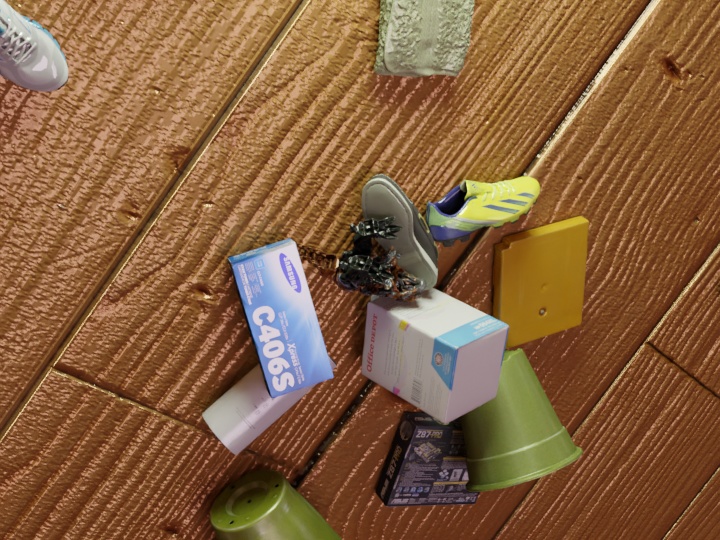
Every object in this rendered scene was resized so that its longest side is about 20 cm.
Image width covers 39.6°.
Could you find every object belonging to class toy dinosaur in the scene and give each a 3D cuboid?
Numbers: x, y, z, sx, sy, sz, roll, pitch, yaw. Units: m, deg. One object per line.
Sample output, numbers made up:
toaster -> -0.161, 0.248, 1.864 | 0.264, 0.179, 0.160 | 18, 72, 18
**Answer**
toy dinosaur -> 0.000, 0.000, 1.425 | 0.198, 0.103, 0.136 | -4, 157, -21

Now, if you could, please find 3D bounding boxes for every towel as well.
towel -> 0.092, -0.356, 1.333 | 0.147, 0.036, 0.201 | -8, 119, -28

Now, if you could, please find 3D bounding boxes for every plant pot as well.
plant pot -> -0.133, 0.418, 1.536 | 0.200, 0.200, 0.194 | -30, 114, -13
plant pot -> 0.234, 0.235, 1.628 | 0.199, 0.200, 0.191 | -18, 87, -21

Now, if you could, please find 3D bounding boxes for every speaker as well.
speaker -> -0.133, 0.175, 1.459 | 0.200, 0.081, 0.081 | -42, 128, -5

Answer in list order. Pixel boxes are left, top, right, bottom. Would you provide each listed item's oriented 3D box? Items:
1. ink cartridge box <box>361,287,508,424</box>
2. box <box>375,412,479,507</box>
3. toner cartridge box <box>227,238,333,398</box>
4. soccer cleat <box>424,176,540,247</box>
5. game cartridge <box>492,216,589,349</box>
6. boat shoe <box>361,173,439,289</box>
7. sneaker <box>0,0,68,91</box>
ink cartridge box -> 0.099, 0.113, 1.500 | 0.125, 0.199, 0.129 | -18, 125, -42
box -> 0.139, 0.326, 1.719 | 0.199, 0.049, 0.162 | 6, 113, -33
toner cartridge box -> -0.110, 0.066, 1.385 | 0.094, 0.043, 0.201 | -18, 102, -11
soccer cleat -> 0.187, -0.105, 1.506 | 0.199, 0.065, 0.084 | -25, 121, -17
game cartridge -> 0.297, 0.022, 1.662 | 0.175, 0.032, 0.201 | -15, 119, -23
boat shoe -> 0.059, -0.063, 1.459 | 0.071, 0.061, 0.202 | -12, 126, 23
sneaker -> -0.392, -0.257, 1.073 | 0.075, 0.087, 0.200 | -49, 130, 0
